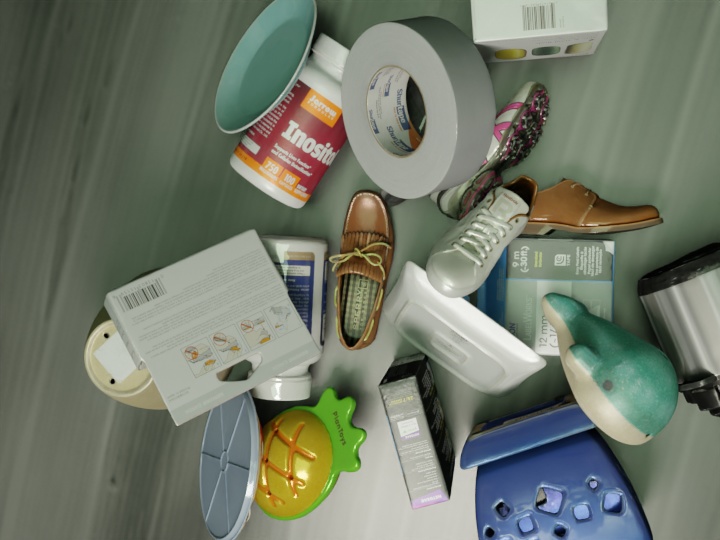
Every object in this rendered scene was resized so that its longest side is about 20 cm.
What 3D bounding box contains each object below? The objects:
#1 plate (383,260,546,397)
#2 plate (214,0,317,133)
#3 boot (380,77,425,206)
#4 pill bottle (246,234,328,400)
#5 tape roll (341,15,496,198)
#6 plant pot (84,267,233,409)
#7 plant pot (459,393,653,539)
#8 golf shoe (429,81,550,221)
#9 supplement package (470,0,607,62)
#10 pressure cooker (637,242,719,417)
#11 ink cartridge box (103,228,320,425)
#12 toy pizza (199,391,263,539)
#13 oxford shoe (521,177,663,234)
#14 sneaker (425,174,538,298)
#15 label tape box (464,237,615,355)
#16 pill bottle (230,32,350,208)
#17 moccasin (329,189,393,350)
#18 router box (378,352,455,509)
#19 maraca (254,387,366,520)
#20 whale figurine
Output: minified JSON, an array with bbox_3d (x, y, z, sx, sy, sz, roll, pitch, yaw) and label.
[{"bbox_3d":[0.114,0.083,1.390,0.199,0.200,0.032,37,72,4],"label":"plate"},{"bbox_3d":[-0.112,-0.255,1.422,0.025,0.200,0.201,29,99,-33],"label":"plate"},{"bbox_3d":[0.059,-0.192,1.453,0.131,0.070,0.201,38,92,11],"label":"boot"},{"bbox_3d":[-0.099,0.058,1.458,0.110,0.111,0.203,3,94,8],"label":"pill bottle"},{"bbox_3d":[0.064,-0.189,1.328,0.199,0.066,0.203,25,123,45],"label":"tape roll"},{"bbox_3d":[-0.268,0.097,1.440,0.185,0.200,0.190,1,94,8],"label":"plant pot"},{"bbox_3d":[0.226,0.258,1.387,0.198,0.200,0.182,-19,85,9],"label":"plant pot"},{"bbox_3d":[0.158,-0.155,1.428,0.092,0.073,0.201,32,88,32],"label":"golf shoe"},{"bbox_3d":[0.205,-0.335,1.347,0.150,0.200,0.153,-3,93,8],"label":"supplement package"},{"bbox_3d":[0.438,0.070,1.352,0.174,0.179,0.202,-22,87,9],"label":"pressure cooker"},{"bbox_3d":[-0.171,0.066,1.337,0.199,0.044,0.175,-25,79,-25],"label":"ink cartridge box"},{"bbox_3d":[-0.159,0.243,1.452,0.031,0.200,0.203,9,96,-25],"label":"toy pizza"},{"bbox_3d":[0.274,-0.078,1.421,0.197,0.071,0.072,2,90,9],"label":"oxford shoe"},{"bbox_3d":[0.142,-0.049,1.326,0.072,0.200,0.085,35,138,10],"label":"sneaker"},{"bbox_3d":[0.216,0.031,1.437,0.197,0.066,0.145,1,94,6],"label":"label tape box"},{"bbox_3d":[-0.068,-0.189,1.437,0.112,0.113,0.201,34,98,5],"label":"pill bottle"},{"bbox_3d":[-0.002,0.000,1.458,0.073,0.078,0.204,12,95,7],"label":"moccasin"},{"bbox_3d":[0.072,0.189,1.397,0.050,0.200,0.151,-15,91,8],"label":"router box"},{"bbox_3d":[-0.071,0.234,1.455,0.199,0.106,0.138,-38,60,27],"label":"maraca"},{"bbox_3d":[0.288,0.098,1.317,0.104,0.159,0.201,-40,56,20],"label":"whale figurine"}]
